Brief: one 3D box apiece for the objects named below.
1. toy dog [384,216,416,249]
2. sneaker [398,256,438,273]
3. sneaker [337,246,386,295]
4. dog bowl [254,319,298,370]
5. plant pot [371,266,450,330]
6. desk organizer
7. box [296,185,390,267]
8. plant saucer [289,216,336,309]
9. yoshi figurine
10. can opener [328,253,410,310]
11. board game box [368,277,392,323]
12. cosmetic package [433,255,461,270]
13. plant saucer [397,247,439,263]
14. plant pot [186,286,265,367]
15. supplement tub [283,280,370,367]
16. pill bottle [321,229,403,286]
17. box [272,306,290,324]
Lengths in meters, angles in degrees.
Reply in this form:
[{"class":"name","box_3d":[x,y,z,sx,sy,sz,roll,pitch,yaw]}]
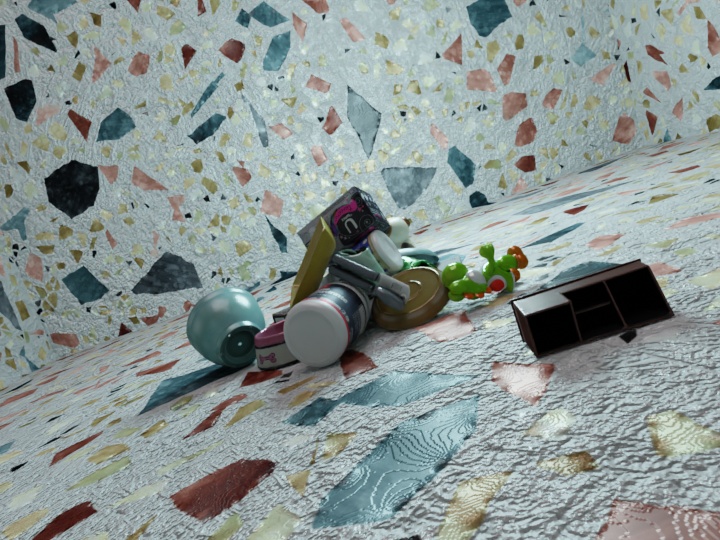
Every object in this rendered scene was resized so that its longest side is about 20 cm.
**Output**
[{"class":"toy dog","box_3d":[0.122,-0.073,1.710,0.138,0.202,0.194,-22,7,-18]},{"class":"sneaker","box_3d":[0.153,-0.001,1.316,0.074,0.084,0.200,-39,37,-15]},{"class":"sneaker","box_3d":[-0.039,0.014,1.239,0.199,0.119,0.074,-23,10,25]},{"class":"dog bowl","box_3d":[-0.164,0.162,1.252,0.198,0.075,0.200,-20,8,3]},{"class":"plant pot","box_3d":[0.110,0.054,1.183,0.198,0.028,0.201,-22,31,14]},{"class":"desk organizer","box_3d":[0.329,0.054,0.751,0.198,0.072,0.077,-19,10,7]},{"class":"box","box_3d":[-0.042,-0.107,1.372,0.199,0.115,0.132,-38,-13,15]},{"class":"plant saucer","box_3d":[-0.109,-0.016,1.245,0.048,0.202,0.200,21,10,-11]},{"class":"yoshi figurine","box_3d":[0.256,0.003,1.131,0.198,0.114,0.112,-19,6,-27]},{"class":"can opener","box_3d":[0.018,0.022,1.144,0.199,0.053,0.066,27,12,18]},{"class":"board game box","box_3d":[0.037,0.073,1.345,0.126,0.035,0.200,-47,15,-15]},{"class":"cosmetic package","box_3d":[0.186,0.023,1.432,0.198,0.052,0.151,-19,11,11]},{"class":"plant saucer","box_3d":[0.123,-0.028,1.481,0.198,0.028,0.200,-6,-13,-1]},{"class":"plant pot","box_3d":[-0.322,0.162,1.323,0.199,0.202,0.134,-23,35,-26]},{"class":"supplement tub","box_3d":[-0.065,0.107,1.121,0.139,0.142,0.200,-16,8,22]},{"class":"pill bottle","box_3d":[0.000,0.000,1.339,0.199,0.120,0.120,-38,0,22]},{"class":"box","box_3d":[-0.142,0.120,1.503,0.199,0.076,0.100,-22,6,-32]}]
